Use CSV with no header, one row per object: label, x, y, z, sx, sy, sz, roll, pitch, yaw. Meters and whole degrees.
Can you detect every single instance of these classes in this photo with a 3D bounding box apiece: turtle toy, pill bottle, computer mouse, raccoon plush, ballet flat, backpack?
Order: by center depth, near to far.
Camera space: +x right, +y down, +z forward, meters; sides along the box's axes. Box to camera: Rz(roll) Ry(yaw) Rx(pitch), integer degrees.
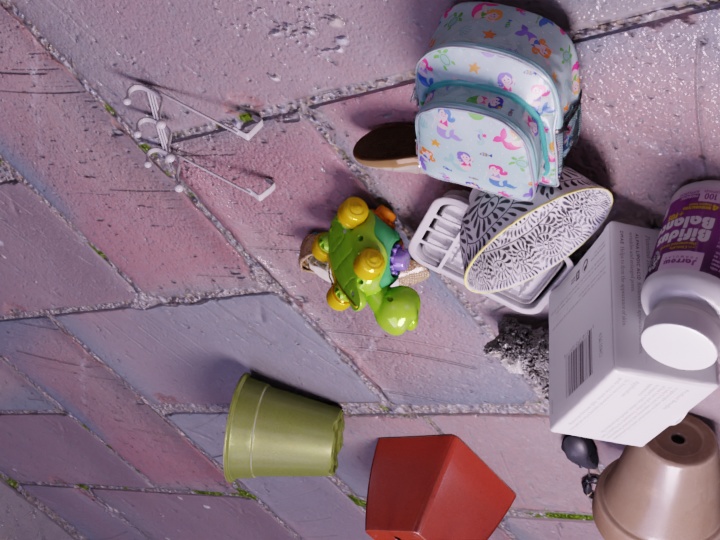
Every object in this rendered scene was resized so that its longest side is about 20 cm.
backpack,0.143,-0.182,1.327,0.177,0.151,0.200,17,143,18
pill bottle,0.374,0.006,1.367,0.112,0.200,0.112,18,147,12
turtle toy,0.016,-0.004,1.679,0.101,0.201,0.146,-9,161,-27
raccoon plush,0.260,0.085,1.714,0.134,0.097,0.200,34,130,8
ballet flat,0.000,0.000,1.777,0.199,0.065,0.071,12,146,23
computer mouse,0.364,0.327,2.020,0.058,0.034,0.200,7,144,28

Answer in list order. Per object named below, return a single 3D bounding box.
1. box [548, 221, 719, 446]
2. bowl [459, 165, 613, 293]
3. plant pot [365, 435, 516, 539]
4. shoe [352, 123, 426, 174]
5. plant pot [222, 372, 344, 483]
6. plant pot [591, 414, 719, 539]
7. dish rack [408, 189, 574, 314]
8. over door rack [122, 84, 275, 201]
box,0.323,0.081,1.495,0.130,0.201,0.199,11,150,-11
bowl,0.189,-0.069,1.465,0.094,0.200,0.201,61,158,23
plant pot,0.124,0.426,2.213,0.200,0.177,0.200,-11,133,45
shoe,0.079,-0.138,1.503,0.200,0.070,0.053,3,139,35
plant pot,-0.130,0.295,2.231,0.189,0.200,0.200,7,146,7
plant pot,0.447,0.305,1.800,0.200,0.200,0.175,17,131,17
dish rack,0.174,-0.029,1.623,0.200,0.044,0.172,27,148,0
over door rack,-0.225,-0.167,1.697,0.199,0.067,0.148,18,149,15
